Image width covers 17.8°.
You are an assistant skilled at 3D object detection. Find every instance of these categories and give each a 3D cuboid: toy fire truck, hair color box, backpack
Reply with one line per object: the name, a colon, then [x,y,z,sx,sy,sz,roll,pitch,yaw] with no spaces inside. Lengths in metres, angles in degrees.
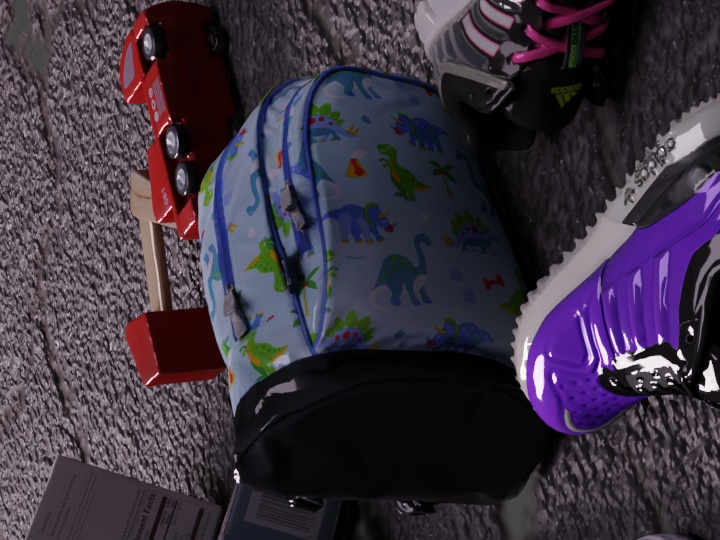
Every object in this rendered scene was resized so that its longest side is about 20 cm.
toy fire truck: [-0.112,-0.046,1.394,0.141,0.049,0.200,-47,54,54]
hair color box: [-0.065,0.199,1.289,0.099,0.061,0.200,-75,3,-54]
backpack: [0.000,0.000,1.104,0.154,0.163,0.200,-63,34,31]

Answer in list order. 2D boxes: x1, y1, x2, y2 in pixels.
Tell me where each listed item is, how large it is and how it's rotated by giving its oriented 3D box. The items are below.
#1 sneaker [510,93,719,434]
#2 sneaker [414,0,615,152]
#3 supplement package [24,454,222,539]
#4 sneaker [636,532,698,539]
sneaker: [0.129,0.025,0.937,0.100,0.069,0.200,65,146,30]
sneaker: [0.085,-0.109,1.000,0.200,0.074,0.088,139,122,-61]
supplement package: [-0.172,0.244,1.380,0.200,0.111,0.156,-73,2,-48]
sneaker: [0.135,0.200,0.942,0.200,0.079,0.074,61,142,35]
